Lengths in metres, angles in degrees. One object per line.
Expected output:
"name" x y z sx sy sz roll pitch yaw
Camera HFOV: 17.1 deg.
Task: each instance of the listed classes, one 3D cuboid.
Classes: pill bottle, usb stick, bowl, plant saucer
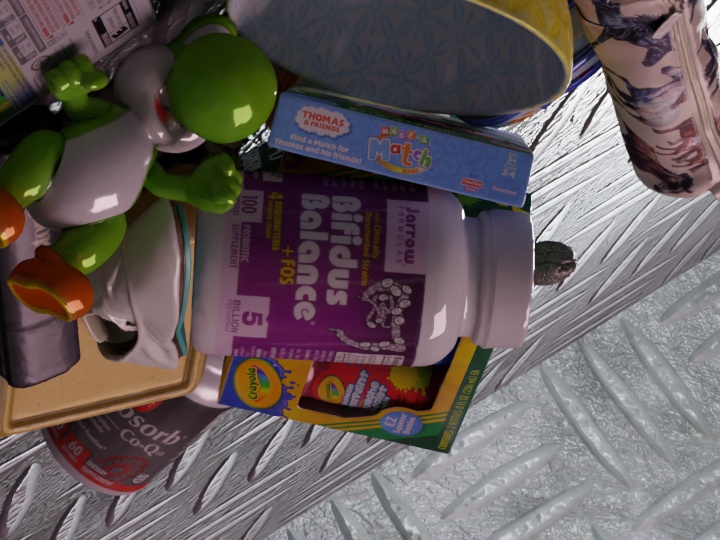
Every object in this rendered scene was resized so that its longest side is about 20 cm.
"pill bottle" 0.000 0.000 1.435 0.200 0.112 0.112 3 163 -4
"pill bottle" -0.156 0.081 1.908 0.200 0.116 0.116 -43 167 30
"usb stick" -0.196 -0.011 1.420 0.055 0.033 0.200 -17 135 -20
"bowl" 0.032 -0.175 1.373 0.200 0.200 0.108 101 2 -74
"plant saucer" -0.169 0.028 1.542 0.200 0.048 0.200 -13 136 -28

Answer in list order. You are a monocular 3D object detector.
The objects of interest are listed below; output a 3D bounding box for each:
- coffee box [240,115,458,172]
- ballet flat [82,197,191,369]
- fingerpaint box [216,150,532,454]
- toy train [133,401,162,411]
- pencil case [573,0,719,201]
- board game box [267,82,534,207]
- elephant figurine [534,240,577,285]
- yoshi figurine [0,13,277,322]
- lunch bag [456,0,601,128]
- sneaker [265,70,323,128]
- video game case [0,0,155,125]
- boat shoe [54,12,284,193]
"coffee box" -0.027 -0.076 1.652 0.200 0.044 0.123 -27 -167 3
"ballet flat" -0.135 0.016 1.430 0.069 0.069 0.200 -32 166 -15
"fingerpaint box" 0.006 0.022 1.582 0.200 0.167 0.073 110 -10 -47
"toy train" -0.151 0.012 1.728 0.200 0.085 0.116 -52 161 15
"pencil case" 0.177 -0.125 1.401 0.078 0.090 0.200 -28 139 0
"board game box" 0.026 -0.079 1.461 0.200 0.151 0.037 -77 180 -84
"elephant figurine" 0.021 -0.007 1.708 0.155 0.200 0.142 -57 136 -16
"yoshi figurine" -0.120 -0.070 1.316 0.200 0.112 0.112 -48 158 -24
"lunch bag" 0.113 -0.189 1.477 0.200 0.160 0.076 -37 169 14
"sneaker" 0.024 -0.159 1.595 0.200 0.076 0.092 -29 179 17
"video game case" -0.196 -0.115 1.234 0.182 0.022 0.200 -35 169 -5
"boat shoe" -0.100 -0.095 1.459 0.200 0.074 0.076 -32 168 -15
